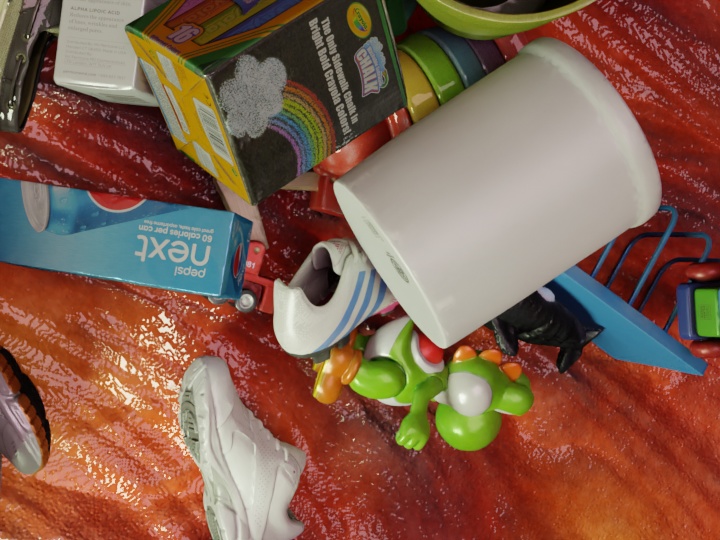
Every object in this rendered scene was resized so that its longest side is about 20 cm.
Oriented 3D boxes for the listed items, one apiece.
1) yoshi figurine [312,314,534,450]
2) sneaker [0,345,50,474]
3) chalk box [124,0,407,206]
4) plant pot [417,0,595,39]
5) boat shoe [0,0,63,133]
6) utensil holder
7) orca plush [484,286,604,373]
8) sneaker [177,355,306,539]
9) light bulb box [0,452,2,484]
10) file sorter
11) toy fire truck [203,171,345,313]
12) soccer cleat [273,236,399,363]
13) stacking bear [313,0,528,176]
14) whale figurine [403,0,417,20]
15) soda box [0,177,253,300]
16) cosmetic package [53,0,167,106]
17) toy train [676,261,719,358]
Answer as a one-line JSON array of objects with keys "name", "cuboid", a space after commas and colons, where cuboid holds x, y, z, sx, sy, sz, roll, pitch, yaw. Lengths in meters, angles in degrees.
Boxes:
[{"name": "yoshi figurine", "cuboid": [0.054, 0.114, 0.974, 0.199, 0.112, 0.113, 13, 69, -8]}, {"name": "sneaker", "cuboid": [-0.332, 0.090, 0.874, 0.092, 0.076, 0.200, -33, 97, -5]}, {"name": "chalk box", "cuboid": [-0.052, -0.168, 0.825, 0.200, 0.124, 0.125, -36, 135, -20]}, {"name": "plant pot", "cuboid": [0.103, -0.258, 0.798, 0.200, 0.193, 0.201, 0, 88, 1]}, {"name": "boat shoe", "cuboid": [-0.259, -0.206, 0.861, 0.065, 0.073, 0.200, 25, 97, -6]}, {"name": "utensil holder", "cuboid": [0.104, -0.057, 0.842, 0.200, 0.170, 0.170, -35, 105, -6]}, {"name": "orca plush", "cuboid": [0.131, 0.051, 0.964, 0.200, 0.105, 0.071, 39, 50, -37]}, {"name": "sneaker", "cuboid": [-0.100, 0.161, 0.957, 0.099, 0.078, 0.201, -18, 109, -23]}, {"name": "light bulb box", "cuboid": [-0.382, 0.164, 0.789, 0.198, 0.200, 0.125, 34, 84, -18]}, {"name": "file sorter", "cuboid": [0.238, -0.009, 1.015, 0.200, 0.139, 0.123, 34, 80, -18]}, {"name": "toy fire truck", "cuboid": [-0.105, -0.038, 0.942, 0.199, 0.049, 0.142, 17, 89, -18]}, {"name": "soccer cleat", "cuboid": [0.000, 0.000, 0.931, 0.200, 0.070, 0.087, -39, 131, -40]}, {"name": "stacking bear", "cuboid": [0.042, -0.148, 0.929, 0.200, 0.122, 0.114, -28, 72, -14]}, {"name": "whale figurine", "cuboid": [-0.039, -0.248, 0.916, 0.199, 0.104, 0.160, -16, 100, -14]}, {"name": "soda box", "cuboid": [-0.193, -0.025, 0.861, 0.199, 0.064, 0.068, 9, 86, 8]}, {"name": "cosmetic package", "cuboid": [-0.184, -0.239, 0.863, 0.074, 0.102, 0.201, 7, 91, 8]}, {"name": "toy train", "cuboid": [0.390, 0.031, 0.941, 0.199, 0.116, 0.085, -3, 91, -22]}]
